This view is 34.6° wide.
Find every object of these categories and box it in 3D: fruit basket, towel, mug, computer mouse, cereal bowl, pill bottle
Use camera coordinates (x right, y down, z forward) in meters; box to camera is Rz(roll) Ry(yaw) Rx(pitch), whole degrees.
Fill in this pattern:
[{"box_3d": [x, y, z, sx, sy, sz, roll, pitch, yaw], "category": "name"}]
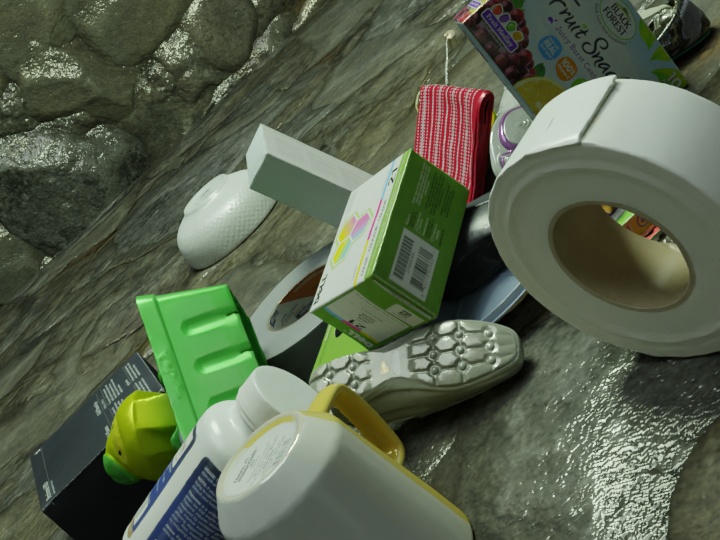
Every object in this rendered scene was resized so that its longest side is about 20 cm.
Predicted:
[{"box_3d": [-0.183, 0.139, 1.156, 0.214, 0.156, 0.217, -5, 63, 9], "category": "fruit basket"}, {"box_3d": [0.100, -0.139, 1.329, 0.200, 0.022, 0.146, -150, 64, -69], "category": "towel"}, {"box_3d": [-0.027, 0.178, 0.851, 0.149, 0.153, 0.187, -44, 19, -1], "category": "mug"}, {"box_3d": [0.129, -0.052, 1.068, 0.200, 0.053, 0.139, -40, 20, 15], "category": "computer mouse"}, {"box_3d": [-0.235, -0.099, 1.941, 0.200, 0.083, 0.200, -37, 21, 17], "category": "cereal bowl"}, {"box_3d": [-0.109, 0.184, 0.988, 0.200, 0.111, 0.111, -55, 16, 17], "category": "pill bottle"}]

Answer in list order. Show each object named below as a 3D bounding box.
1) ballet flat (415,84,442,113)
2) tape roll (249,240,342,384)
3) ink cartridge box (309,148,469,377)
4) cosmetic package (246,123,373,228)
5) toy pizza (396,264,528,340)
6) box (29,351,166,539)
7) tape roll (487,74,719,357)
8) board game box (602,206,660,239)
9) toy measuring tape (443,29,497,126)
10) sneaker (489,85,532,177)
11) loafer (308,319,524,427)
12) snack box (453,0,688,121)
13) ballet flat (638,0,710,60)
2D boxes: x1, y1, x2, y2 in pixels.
[{"box_3d": [0.112, -0.206, 1.514, 0.071, 0.071, 0.200, -41, 20, 4], "category": "ballet flat"}, {"box_3d": [-0.043, 0.051, 1.279, 0.200, 0.066, 0.201, -36, 21, 16], "category": "tape roll"}, {"box_3d": [0.000, 0.000, 1.079, 0.200, 0.076, 0.148, -31, 33, 48], "category": "ink cartridge box"}, {"box_3d": [-0.036, -0.098, 1.374, 0.052, 0.199, 0.151, -62, 15, 16], "category": "cosmetic package"}, {"box_3d": [0.114, 0.015, 1.095, 0.200, 0.032, 0.200, -40, 19, 17], "category": "toy pizza"}, {"box_3d": [-0.275, 0.211, 1.335, 0.182, 0.104, 0.200, -44, 19, -8], "category": "box"}, {"box_3d": [0.190, -0.033, 0.796, 0.202, 0.203, 0.071, -15, 33, 53], "category": "tape roll"}, {"box_3d": [0.224, -0.062, 1.059, 0.095, 0.030, 0.200, -42, 22, 4], "category": "board game box"}, {"box_3d": [0.135, -0.205, 1.406, 0.073, 0.073, 0.201, -23, 56, 44], "category": "toy measuring tape"}, {"box_3d": [0.185, -0.152, 1.271, 0.074, 0.100, 0.201, 10, 50, 9], "category": "sneaker"}, {"box_3d": [0.051, 0.093, 1.005, 0.199, 0.070, 0.070, -14, 58, 24], "category": "loafer"}, {"box_3d": [0.209, -0.219, 1.149, 0.142, 0.200, 0.053, -41, 18, 4], "category": "snack box"}, {"box_3d": [0.274, -0.218, 1.222, 0.200, 0.072, 0.072, -41, 19, 7], "category": "ballet flat"}]
